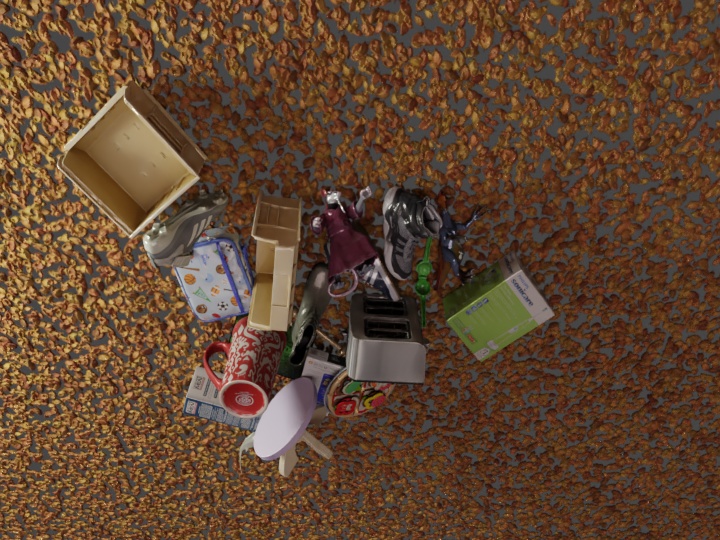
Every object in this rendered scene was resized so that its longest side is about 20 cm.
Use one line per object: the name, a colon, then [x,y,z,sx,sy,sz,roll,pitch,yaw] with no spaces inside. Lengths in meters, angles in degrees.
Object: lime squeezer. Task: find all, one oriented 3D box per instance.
lime squeezer: [0.136,0.014,1.280,0.036,0.071,0.208,6,93,11]

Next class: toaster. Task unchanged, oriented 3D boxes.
toaster: [0.048,0.148,1.294,0.192,0.183,0.122,3,120,-3]

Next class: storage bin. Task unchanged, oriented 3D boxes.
storage bin: [-0.171,-0.018,1.184,0.090,0.201,0.206,5,122,-7]
storage bin: [-0.429,-0.210,1.122,0.197,0.095,0.199,-33,116,20]

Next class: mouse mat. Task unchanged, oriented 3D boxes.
mouse mat: [-0.215,0.177,1.414,0.194,0.008,0.164,19,119,-9]

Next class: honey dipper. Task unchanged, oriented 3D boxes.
honey dipper: [-0.086,0.151,1.382,0.198,0.038,0.038,40,115,-16]

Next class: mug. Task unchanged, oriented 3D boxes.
mug: [-0.258,0.224,1.321,0.173,0.202,0.135,-25,119,16]

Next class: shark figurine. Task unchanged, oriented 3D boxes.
shark figurine: [-0.244,0.443,1.505,0.210,0.091,0.128,-28,149,10]

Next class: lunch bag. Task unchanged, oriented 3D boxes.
lunch bag: [-0.307,0.006,1.274,0.154,0.076,0.205,-11,122,5]

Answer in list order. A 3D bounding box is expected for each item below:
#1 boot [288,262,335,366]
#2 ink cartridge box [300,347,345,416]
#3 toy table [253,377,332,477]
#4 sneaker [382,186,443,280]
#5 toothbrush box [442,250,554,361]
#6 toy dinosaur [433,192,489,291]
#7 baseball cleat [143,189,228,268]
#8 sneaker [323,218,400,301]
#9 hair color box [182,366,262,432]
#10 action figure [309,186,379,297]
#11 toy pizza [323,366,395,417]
boot: [-0.102,0.097,1.276,0.066,0.131,0.206,18,106,-10]
ink cartridge box: [-0.100,0.274,1.437,0.092,0.038,0.204,16,129,-2]
toy table: [-0.151,0.370,1.388,0.200,0.182,0.118,-47,131,-14]
sneaker: [0.107,-0.063,1.198,0.111,0.075,0.206,15,125,36]
toothbrush box: [0.299,0.081,1.302,0.198,0.087,0.146,-36,114,21]
toy dinosaur: [0.176,-0.061,1.223,0.197,0.105,0.185,-28,97,31]
baseball cleat: [-0.339,-0.078,1.179,0.069,0.198,0.109,28,141,36]
sneaker: [0.000,0.000,1.265,0.107,0.071,0.202,-30,110,13]
hair color box: [-0.321,0.315,1.442,0.194,0.101,0.062,19,124,-10]
action figure: [-0.031,-0.074,1.176,0.130,0.205,0.150,-15,156,-10]
toy pizza: [0.005,0.288,1.418,0.194,0.032,0.205,-16,133,-17]
